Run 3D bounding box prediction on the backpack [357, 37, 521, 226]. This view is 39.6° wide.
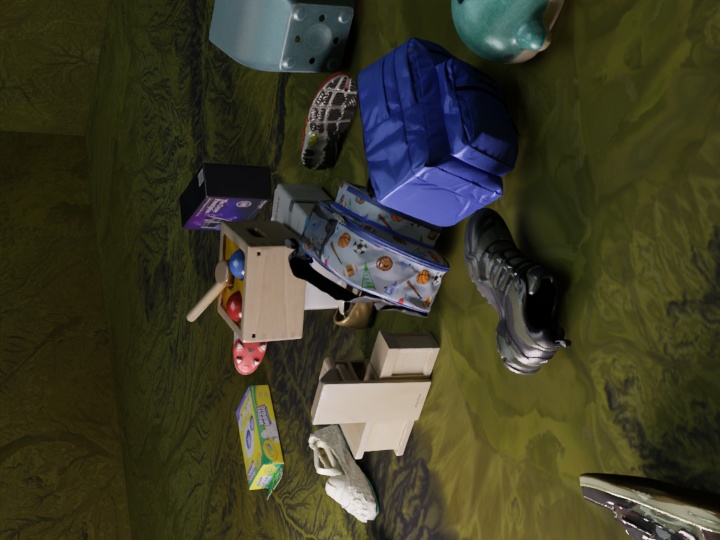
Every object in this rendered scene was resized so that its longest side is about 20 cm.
[{"bbox_3d":[0.096,-0.181,1.222,0.167,0.162,0.202,-29,59,30],"label":"backpack"}]

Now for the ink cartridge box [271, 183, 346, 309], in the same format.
[{"bbox_3d":[-0.084,-0.044,1.698,0.200,0.083,0.147,-131,46,-55],"label":"ink cartridge box"}]

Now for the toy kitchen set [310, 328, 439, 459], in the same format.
[{"bbox_3d":[-0.014,0.140,1.445,0.181,0.161,0.202,-120,39,-49],"label":"toy kitchen set"}]

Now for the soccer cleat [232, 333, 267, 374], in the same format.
[{"bbox_3d":[-0.227,0.110,2.047,0.085,0.068,0.203,174,99,-74],"label":"soccer cleat"}]

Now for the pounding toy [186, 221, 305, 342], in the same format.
[{"bbox_3d":[-0.190,0.022,1.647,0.200,0.141,0.186,-144,56,-61],"label":"pounding toy"}]

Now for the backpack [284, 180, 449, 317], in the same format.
[{"bbox_3d":[0.030,-0.023,1.349,0.191,0.198,0.155,47,118,52],"label":"backpack"}]

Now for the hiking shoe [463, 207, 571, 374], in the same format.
[{"bbox_3d":[0.184,0.009,1.131,0.101,0.075,0.202,-41,61,48],"label":"hiking shoe"}]

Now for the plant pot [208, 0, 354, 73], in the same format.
[{"bbox_3d":[-0.114,-0.423,1.661,0.200,0.194,0.197,52,136,42],"label":"plant pot"}]

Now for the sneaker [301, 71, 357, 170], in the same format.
[{"bbox_3d":[-0.064,-0.261,1.674,0.201,0.076,0.086,118,149,-45],"label":"sneaker"}]

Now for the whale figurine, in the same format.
[{"bbox_3d":[0.172,-0.317,1.109,0.200,0.103,0.161,140,127,-59],"label":"whale figurine"}]

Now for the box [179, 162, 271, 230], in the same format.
[{"bbox_3d":[-0.283,-0.149,2.078,0.200,0.140,0.080,144,120,-61],"label":"box"}]

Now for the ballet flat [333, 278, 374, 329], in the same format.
[{"bbox_3d":[0.000,0.000,1.536,0.069,0.062,0.202,-137,52,-58],"label":"ballet flat"}]

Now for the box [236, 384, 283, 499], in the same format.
[{"bbox_3d":[-0.201,0.345,2.000,0.118,0.048,0.202,120,141,-48],"label":"box"}]

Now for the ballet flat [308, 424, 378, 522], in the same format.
[{"bbox_3d":[-0.035,0.329,1.608,0.200,0.071,0.072,-123,41,-50],"label":"ballet flat"}]

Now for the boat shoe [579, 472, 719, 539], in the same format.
[{"bbox_3d":[0.272,0.229,0.915,0.200,0.071,0.067,-1,84,61],"label":"boat shoe"}]
